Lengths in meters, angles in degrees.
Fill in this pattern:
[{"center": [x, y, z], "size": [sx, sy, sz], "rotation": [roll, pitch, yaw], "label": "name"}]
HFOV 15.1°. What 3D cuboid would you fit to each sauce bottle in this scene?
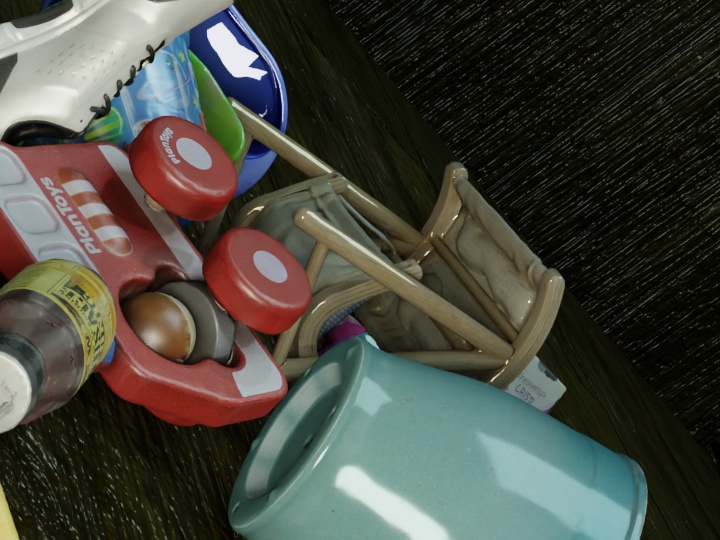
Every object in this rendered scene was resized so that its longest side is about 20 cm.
[{"center": [-0.162, 0.040, 1.330], "size": [0.066, 0.066, 0.200], "rotation": [52, 10, -7], "label": "sauce bottle"}]

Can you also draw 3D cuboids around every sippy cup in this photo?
[{"center": [-0.154, -0.088, 1.706], "size": [0.140, 0.177, 0.131], "rotation": [107, -37, -65], "label": "sippy cup"}]

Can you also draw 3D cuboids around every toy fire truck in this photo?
[{"center": [-0.135, 0.007, 1.541], "size": [0.168, 0.112, 0.200], "rotation": [-8, 58, -53], "label": "toy fire truck"}]

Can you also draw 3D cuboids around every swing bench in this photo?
[{"center": [0.000, 0.000, 1.799], "size": [0.199, 0.130, 0.199], "rotation": [15, 18, -24], "label": "swing bench"}]

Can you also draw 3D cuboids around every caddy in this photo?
[{"center": [-0.139, -0.138, 1.915], "size": [0.200, 0.141, 0.105], "rotation": [52, 3, -5], "label": "caddy"}]

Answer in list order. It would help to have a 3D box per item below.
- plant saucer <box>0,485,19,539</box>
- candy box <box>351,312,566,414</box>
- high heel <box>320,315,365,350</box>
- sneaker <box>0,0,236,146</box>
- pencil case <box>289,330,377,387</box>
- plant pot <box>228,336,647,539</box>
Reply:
[{"center": [-0.203, 0.075, 1.020], "size": [0.200, 0.048, 0.200], "rotation": [45, 12, -42], "label": "plant saucer"}, {"center": [0.057, 0.053, 2.231], "size": [0.200, 0.061, 0.136], "rotation": [28, -11, 42], "label": "candy box"}, {"center": [0.043, 0.117, 2.132], "size": [0.200, 0.067, 0.096], "rotation": [39, 10, -14], "label": "high heel"}, {"center": [-0.157, -0.122, 1.606], "size": [0.074, 0.199, 0.080], "rotation": [82, -18, -77], "label": "sneaker"}, {"center": [0.037, 0.135, 1.950], "size": [0.200, 0.085, 0.092], "rotation": [55, -31, 7], "label": "pencil case"}, {"center": [0.033, 0.143, 1.592], "size": [0.188, 0.200, 0.200], "rotation": [35, 13, -14], "label": "plant pot"}]
